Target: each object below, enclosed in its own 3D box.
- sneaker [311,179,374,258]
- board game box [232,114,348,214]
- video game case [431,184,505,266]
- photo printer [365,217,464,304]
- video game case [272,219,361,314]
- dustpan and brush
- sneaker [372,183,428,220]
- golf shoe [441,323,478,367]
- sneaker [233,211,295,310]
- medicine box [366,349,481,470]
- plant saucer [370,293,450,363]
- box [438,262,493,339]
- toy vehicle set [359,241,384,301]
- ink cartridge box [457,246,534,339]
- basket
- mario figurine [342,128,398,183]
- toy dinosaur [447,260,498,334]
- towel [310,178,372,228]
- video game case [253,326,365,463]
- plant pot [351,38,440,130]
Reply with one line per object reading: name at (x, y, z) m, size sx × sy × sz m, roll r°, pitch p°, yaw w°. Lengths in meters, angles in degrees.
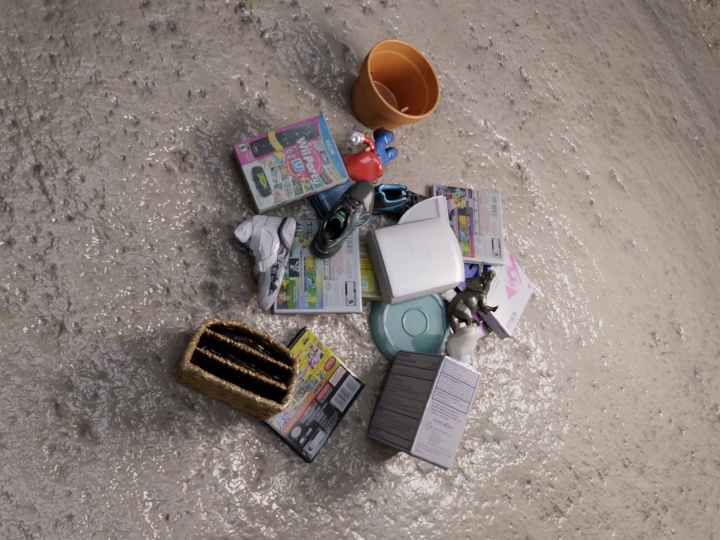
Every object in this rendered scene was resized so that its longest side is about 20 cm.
sneaker at (-0.027, -0.112, 1.224) m, size 0.075 × 0.079 × 0.200 m, roll 31°, pitch 70°, yaw 1°
board game box at (-0.146, -0.221, 1.238) m, size 0.199 × 0.064 × 0.148 m, roll -22°, pitch 88°, yaw -13°
video game case at (0.265, -0.112, 1.470) m, size 0.181 × 0.023 × 0.201 m, roll 6°, pitch 67°, yaw -10°
photo printer at (0.127, -0.026, 1.289) m, size 0.199 × 0.069 × 0.167 m, roll -12°, pitch 79°, yaw -20°
video game case at (-0.091, -0.008, 1.237) m, size 0.182 × 0.022 × 0.201 m, roll 0°, pitch 75°, yaw -9°
dustpan and brush at (0.108, -0.087, 1.370) m, size 0.199 × 0.057 × 0.140 m, roll -9°, pitch 110°, yaw 5°
sneaker at (0.100, -0.158, 1.391) m, size 0.199 × 0.082 × 0.074 m, roll 2°, pitch 72°, yaw -31°
golf shoe at (0.226, 0.194, 1.289) m, size 0.078 × 0.200 × 0.097 m, roll -16°, pitch 55°, yaw -20°
sneaker at (-0.202, -0.025, 1.173) m, size 0.114 × 0.075 × 0.201 m, roll 15°, pitch 68°, yaw -7°
medicine box at (0.126, 0.273, 1.203) m, size 0.103 × 0.182 × 0.201 m, roll 28°, pitch 75°, yaw -22°
plant saucer at (0.119, 0.118, 1.335) m, size 0.199 × 0.027 × 0.201 m, roll 4°, pitch 78°, yaw -19°
box at (0.236, 0.078, 1.430) m, size 0.143 × 0.036 × 0.201 m, roll -24°, pitch 87°, yaw -34°
toy vehicle set at (0.000, 0.000, 1.294) m, size 0.199 × 0.027 × 0.125 m, roll 5°, pitch 73°, yaw -16°
ink cartridge box at (0.334, 0.032, 1.468) m, size 0.200 × 0.043 × 0.196 m, roll 50°, pitch 50°, yaw -14°
basket at (-0.209, 0.163, 1.061) m, size 0.199 × 0.149 × 0.143 m, roll 27°, pitch 63°, yaw -9°
mario figurine at (0.010, -0.258, 1.351) m, size 0.123 × 0.106 × 0.200 m, roll 45°, pitch 36°, yaw -3°
toy dinosaur at (0.245, 0.084, 1.356) m, size 0.102 × 0.077 × 0.200 m, roll 42°, pitch 90°, yaw 0°
towel at (-0.060, -0.172, 1.322) m, size 0.111 × 0.049 × 0.200 m, roll -31°, pitch 92°, yaw -33°
video game case at (-0.107, 0.245, 1.187) m, size 0.181 × 0.025 × 0.200 m, roll 46°, pitch 59°, yaw -12°
plant pot at (0.069, -0.424, 1.416) m, size 0.199 × 0.140 × 0.201 m, roll 9°, pitch 71°, yaw -29°
